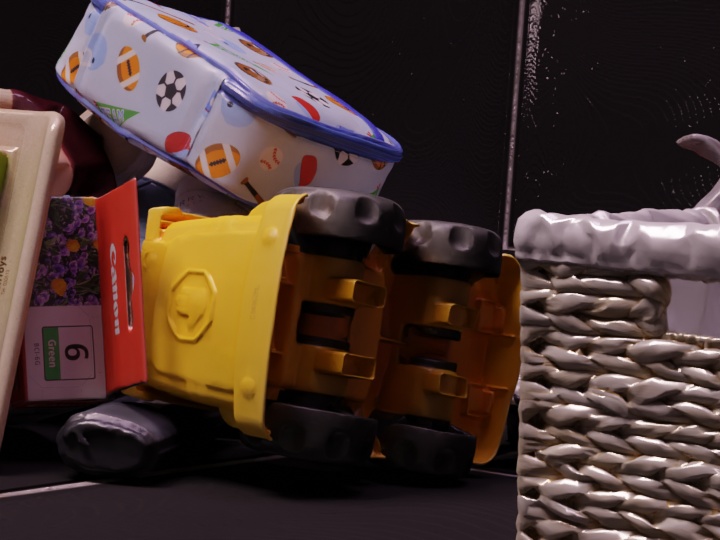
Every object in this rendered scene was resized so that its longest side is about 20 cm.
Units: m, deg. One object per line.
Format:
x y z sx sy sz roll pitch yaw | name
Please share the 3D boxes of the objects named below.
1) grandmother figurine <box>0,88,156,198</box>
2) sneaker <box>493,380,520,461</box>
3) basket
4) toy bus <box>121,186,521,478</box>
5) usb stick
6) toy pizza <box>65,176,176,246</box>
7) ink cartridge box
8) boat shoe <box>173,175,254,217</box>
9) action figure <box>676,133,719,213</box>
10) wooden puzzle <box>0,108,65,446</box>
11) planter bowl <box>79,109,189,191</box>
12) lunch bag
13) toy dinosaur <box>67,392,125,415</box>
-0.185 -0.065 1.587 0.060 0.122 0.200 -31 -6 32 | grandmother figurine
0.108 0.084 1.501 0.199 0.076 0.087 9 27 45 | sneaker
0.188 0.059 1.124 0.197 0.162 0.200 6 5 33 | basket
-0.037 0.032 1.427 0.191 0.137 0.199 3 -7 42 | toy bus
-0.110 0.083 1.419 0.055 0.033 0.200 6 4 9 | usb stick
-0.188 -0.014 1.613 0.199 0.032 0.200 4 26 -2 | toy pizza
-0.169 0.019 1.419 0.050 0.110 0.200 -1 -8 -24 | ink cartridge box
-0.030 -0.003 1.610 0.071 0.070 0.199 -38 -49 27 | boat shoe
0.169 0.034 1.317 0.104 0.195 0.200 11 -24 8 | action figure
-0.256 -0.001 1.384 0.199 0.186 0.037 4 -14 24 | wooden puzzle
-0.117 -0.006 1.751 0.199 0.201 0.135 4 30 -5 | planter bowl
-0.077 -0.099 1.597 0.160 0.076 0.200 13 19 -48 | lunch bag
-0.156 0.059 1.585 0.102 0.077 0.200 -13 13 8 | toy dinosaur
